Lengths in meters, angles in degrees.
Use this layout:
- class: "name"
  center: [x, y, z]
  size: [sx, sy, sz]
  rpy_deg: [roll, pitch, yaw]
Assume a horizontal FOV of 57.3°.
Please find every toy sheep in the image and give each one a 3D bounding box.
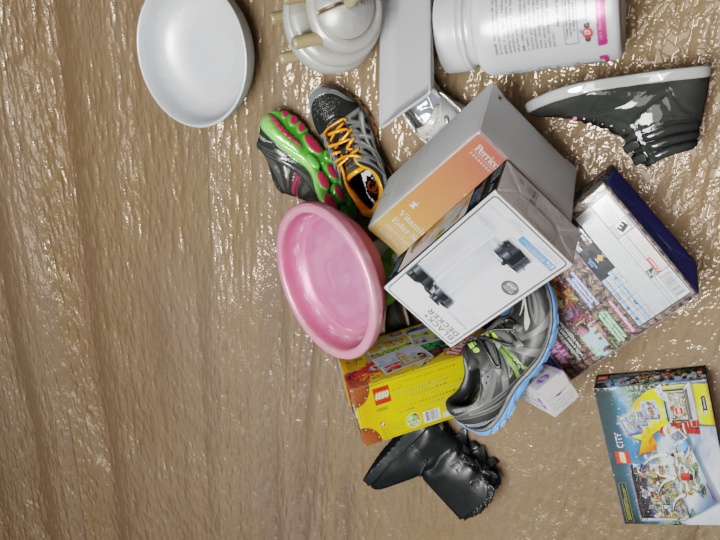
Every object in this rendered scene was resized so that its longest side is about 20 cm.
- class: "toy sheep"
  center: [-0.036, -0.307, 0.805]
  size: [0.133, 0.200, 0.143]
  rpy_deg: [-3, 101, -18]

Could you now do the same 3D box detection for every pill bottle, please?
- class: "pill bottle"
  center: [0.185, -0.279, 0.725]
  size: [0.194, 0.113, 0.117]
  rpy_deg: [0, 109, 27]

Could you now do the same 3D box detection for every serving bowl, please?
- class: "serving bowl"
  center: [-0.228, -0.316, 0.955]
  size: [0.194, 0.066, 0.207]
  rpy_deg: [10, 113, 25]

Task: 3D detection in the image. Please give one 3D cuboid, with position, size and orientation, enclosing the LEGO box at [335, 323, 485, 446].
- class: "LEGO box"
  center: [0.075, 0.135, 0.865]
  size: [0.194, 0.149, 0.080]
  rpy_deg: [-16, 105, -7]

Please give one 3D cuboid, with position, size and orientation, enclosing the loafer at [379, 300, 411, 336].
- class: "loafer"
  center: [0.050, 0.112, 0.958]
  size: [0.062, 0.070, 0.206]
  rpy_deg: [6, 113, 62]

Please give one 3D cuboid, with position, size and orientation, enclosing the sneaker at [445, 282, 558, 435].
- class: "sneaker"
  center: [0.161, 0.094, 0.757]
  size: [0.081, 0.071, 0.204]
  rpy_deg: [22, 102, -17]

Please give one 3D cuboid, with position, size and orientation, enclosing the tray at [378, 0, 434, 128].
- class: "tray"
  center: [0.058, -0.279, 0.778]
  size: [0.106, 0.022, 0.207]
  rpy_deg: [-20, 65, 57]

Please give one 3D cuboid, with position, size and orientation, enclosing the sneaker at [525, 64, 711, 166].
- class: "sneaker"
  center: [0.285, -0.164, 0.740]
  size: [0.194, 0.071, 0.103]
  rpy_deg: [-3, 103, 24]

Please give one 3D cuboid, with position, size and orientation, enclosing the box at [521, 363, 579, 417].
- class: "box"
  center: [0.206, 0.134, 0.831]
  size: [0.041, 0.200, 0.039]
  rpy_deg: [-38, 96, -5]

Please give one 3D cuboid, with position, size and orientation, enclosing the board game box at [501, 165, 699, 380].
- class: "board game box"
  center: [0.272, 0.008, 0.797]
  size: [0.160, 0.097, 0.200]
  rpy_deg: [49, 123, 3]

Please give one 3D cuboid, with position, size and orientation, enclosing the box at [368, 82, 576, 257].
- class: "box"
  center: [0.131, -0.085, 0.788]
  size: [0.151, 0.108, 0.199]
  rpy_deg: [39, 134, -14]

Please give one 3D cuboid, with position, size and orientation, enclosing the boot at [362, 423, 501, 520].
- class: "boot"
  center: [0.110, 0.318, 1.017]
  size: [0.162, 0.073, 0.200]
  rpy_deg: [41, 121, 4]

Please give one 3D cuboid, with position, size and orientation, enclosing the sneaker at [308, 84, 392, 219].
- class: "sneaker"
  center: [-0.009, -0.158, 0.889]
  size: [0.077, 0.077, 0.203]
  rpy_deg: [-31, 94, 24]

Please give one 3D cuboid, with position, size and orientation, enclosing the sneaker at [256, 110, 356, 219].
- class: "sneaker"
  center: [-0.077, -0.136, 0.951]
  size: [0.202, 0.076, 0.084]
  rpy_deg: [53, 140, 4]

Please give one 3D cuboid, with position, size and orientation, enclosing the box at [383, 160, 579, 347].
- class: "box"
  center: [0.129, -0.010, 0.732]
  size: [0.116, 0.061, 0.199]
  rpy_deg: [40, 134, -9]

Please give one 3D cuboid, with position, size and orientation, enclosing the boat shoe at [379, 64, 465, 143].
- class: "boat shoe"
  center: [0.096, -0.186, 0.832]
  size: [0.199, 0.069, 0.071]
  rpy_deg: [44, 123, 7]

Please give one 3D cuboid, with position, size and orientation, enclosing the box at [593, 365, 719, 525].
- class: "box"
  center: [0.391, 0.230, 0.852]
  size: [0.133, 0.038, 0.206]
  rpy_deg: [-10, 104, 30]

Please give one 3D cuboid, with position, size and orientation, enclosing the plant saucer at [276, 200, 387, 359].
- class: "plant saucer"
  center: [-0.033, 0.009, 0.839]
  size: [0.198, 0.050, 0.206]
  rpy_deg: [30, 131, 40]

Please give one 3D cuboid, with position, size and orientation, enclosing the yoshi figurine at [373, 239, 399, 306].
- class: "yoshi figurine"
  center: [-0.009, 0.004, 0.904]
  size: [0.196, 0.111, 0.116]
  rpy_deg: [0, 75, 39]
